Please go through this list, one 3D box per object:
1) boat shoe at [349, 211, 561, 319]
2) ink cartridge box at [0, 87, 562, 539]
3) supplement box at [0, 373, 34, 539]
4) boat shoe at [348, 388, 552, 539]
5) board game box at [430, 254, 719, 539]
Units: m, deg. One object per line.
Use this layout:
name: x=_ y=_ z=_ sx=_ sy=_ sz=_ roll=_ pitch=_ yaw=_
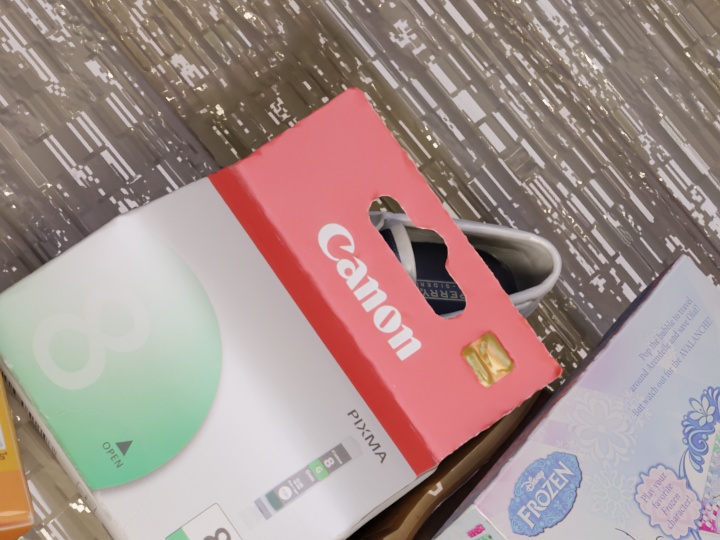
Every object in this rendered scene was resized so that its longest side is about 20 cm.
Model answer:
boat shoe: x=0.000 y=0.000 z=1.040 sx=0.199 sy=0.065 sz=0.074 roll=-5 pitch=68 yaw=-34
ink cartridge box: x=-0.035 y=0.033 z=0.960 sx=0.200 sy=0.050 sz=0.161 roll=-34 pitch=84 yaw=-10
supplement box: x=-0.187 y=0.021 z=0.911 sx=0.069 sy=0.067 sz=0.201 roll=-3 pitch=66 yaw=-30
boat shoe: x=0.034 y=0.123 z=0.994 sx=0.070 sy=0.070 sz=0.200 roll=51 pitch=51 yaw=-9
board game box: x=0.156 y=0.121 z=0.993 sx=0.199 sy=0.043 sz=0.200 roll=46 pitch=47 yaw=1
